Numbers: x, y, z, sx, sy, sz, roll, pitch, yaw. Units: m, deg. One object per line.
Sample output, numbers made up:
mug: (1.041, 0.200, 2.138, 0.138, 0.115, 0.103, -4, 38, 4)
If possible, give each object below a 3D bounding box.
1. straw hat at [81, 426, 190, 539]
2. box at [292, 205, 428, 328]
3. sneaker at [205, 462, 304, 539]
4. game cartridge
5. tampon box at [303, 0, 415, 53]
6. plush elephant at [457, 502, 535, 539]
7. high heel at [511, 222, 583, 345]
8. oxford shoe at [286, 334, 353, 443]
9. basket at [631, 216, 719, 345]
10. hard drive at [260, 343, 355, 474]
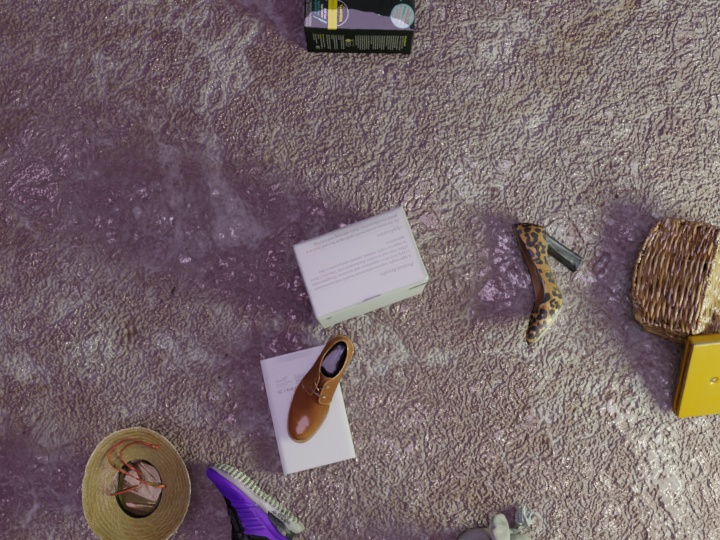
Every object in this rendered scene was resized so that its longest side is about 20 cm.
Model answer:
straw hat: (-0.377, 0.374, 1.598, 0.196, 0.085, 0.206, 0, 78, -1)
box: (0.000, 0.000, 1.579, 0.195, 0.200, 0.133, -19, 82, -2)
sneaker: (-0.201, 0.420, 1.601, 0.199, 0.070, 0.100, 37, 88, 4)
game cartridge: (0.646, 0.173, 1.591, 0.196, 0.033, 0.179, -7, 128, -3)
tampon box: (0.000, -0.482, 1.665, 0.195, 0.126, 0.153, 1, 85, 0)
plush elephant: (0.242, 0.489, 1.549, 0.163, 0.155, 0.202, 34, 86, 3)
high heel: (0.294, 0.019, 1.636, 0.141, 0.071, 0.202, 32, 69, -3)
oxford shoe: (-0.074, 0.202, 1.598, 0.070, 0.071, 0.203, 25, 86, 1)
basket: (0.568, 0.023, 1.645, 0.141, 0.148, 0.204, 12, 83, 35)
hard drive: (-0.093, 0.244, 1.640, 0.129, 0.026, 0.204, -13, 84, -1)
